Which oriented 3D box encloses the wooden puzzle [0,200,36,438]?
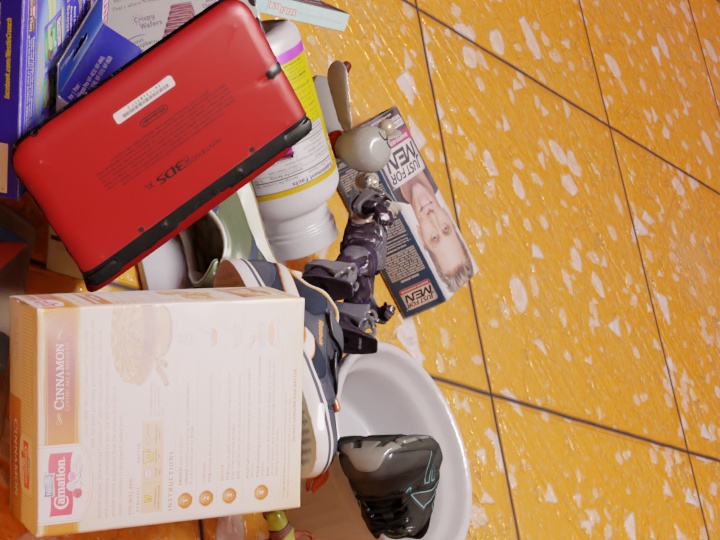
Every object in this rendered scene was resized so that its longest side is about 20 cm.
[{"bbox_3d":[-0.301,0.004,1.026,0.185,0.046,0.202,38,41,-38],"label":"wooden puzzle"}]

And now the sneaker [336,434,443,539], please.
[{"bbox_3d":[0.030,0.170,1.167,0.200,0.074,0.081,36,53,-72],"label":"sneaker"}]

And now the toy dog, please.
[{"bbox_3d":[-0.012,-0.153,1.443,0.199,0.096,0.132,38,-8,36],"label":"toy dog"}]

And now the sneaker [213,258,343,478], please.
[{"bbox_3d":[-0.046,0.068,1.155,0.078,0.079,0.201,-1,49,-32],"label":"sneaker"}]

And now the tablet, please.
[{"bbox_3d":[-0.118,0.034,1.312,0.199,0.014,0.132,8,63,-55],"label":"tablet"}]

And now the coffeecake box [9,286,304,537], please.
[{"bbox_3d":[-0.143,0.094,1.052,0.197,0.073,0.156,-2,97,-29],"label":"coffeecake box"}]

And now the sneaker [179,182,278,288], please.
[{"bbox_3d":[-0.109,0.010,1.276,0.089,0.067,0.202,-25,90,-50],"label":"sneaker"}]

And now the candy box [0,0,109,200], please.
[{"bbox_3d":[-0.244,-0.171,1.081,0.201,0.076,0.171,-69,170,-62],"label":"candy box"}]

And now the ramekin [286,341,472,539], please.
[{"bbox_3d":[0.005,0.174,1.324,0.200,0.097,0.203,34,44,-41],"label":"ramekin"}]

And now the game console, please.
[{"bbox_3d":[-0.147,-0.087,1.094,0.118,0.199,0.173,34,-22,58],"label":"game console"}]

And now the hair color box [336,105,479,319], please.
[{"bbox_3d":[0.043,-0.063,1.571,0.202,0.060,0.100,63,32,-7],"label":"hair color box"}]

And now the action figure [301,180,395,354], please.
[{"bbox_3d":[0.000,0.000,1.333,0.200,0.068,0.132,-62,147,-62],"label":"action figure"}]

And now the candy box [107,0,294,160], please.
[{"bbox_3d":[-0.142,-0.175,1.226,0.061,0.134,0.203,-171,-114,-86],"label":"candy box"}]

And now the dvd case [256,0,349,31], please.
[{"bbox_3d":[-0.125,-0.270,1.369,0.145,0.199,0.022,0,114,-56],"label":"dvd case"}]

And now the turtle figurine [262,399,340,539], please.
[{"bbox_3d":[-0.087,0.151,1.165,0.159,0.064,0.203,5,69,-13],"label":"turtle figurine"}]

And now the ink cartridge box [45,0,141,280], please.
[{"bbox_3d":[-0.202,-0.098,1.123,0.039,0.202,0.100,15,44,2],"label":"ink cartridge box"}]

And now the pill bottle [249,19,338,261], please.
[{"bbox_3d":[-0.080,-0.115,1.339,0.104,0.103,0.202,-50,130,-56],"label":"pill bottle"}]
